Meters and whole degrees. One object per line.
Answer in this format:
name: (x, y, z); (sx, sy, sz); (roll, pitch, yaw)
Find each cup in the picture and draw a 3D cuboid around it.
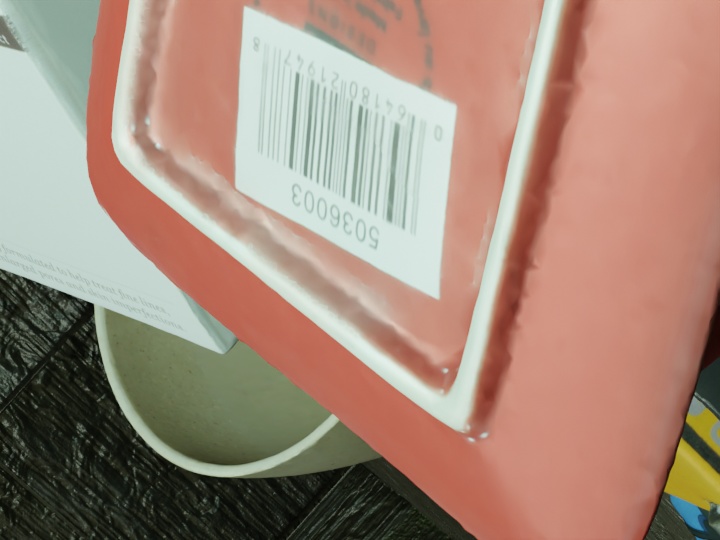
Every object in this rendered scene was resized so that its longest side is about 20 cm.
cup: (0.000, 0.000, 1.264); (0.143, 0.201, 0.200); (14, -163, -45)

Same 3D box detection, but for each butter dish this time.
butter dish: (0.046, -0.064, 0.639); (0.200, 0.148, 0.200); (37, 128, 37)

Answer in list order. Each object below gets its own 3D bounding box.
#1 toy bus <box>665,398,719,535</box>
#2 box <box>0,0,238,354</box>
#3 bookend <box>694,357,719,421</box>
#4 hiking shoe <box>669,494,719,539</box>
toy bus: (0.129, 0.049, 1.149); (0.065, 0.078, 0.200); (44, 174, -11)
box: (-0.116, -0.098, 1.139); (0.199, 0.131, 0.200); (19, 148, 45)
bookend: (0.170, 0.060, 0.882); (0.200, 0.092, 0.199); (44, 174, -2)
hiking shoe: (0.189, 0.115, 1.336); (0.087, 0.074, 0.200); (48, 168, 31)
